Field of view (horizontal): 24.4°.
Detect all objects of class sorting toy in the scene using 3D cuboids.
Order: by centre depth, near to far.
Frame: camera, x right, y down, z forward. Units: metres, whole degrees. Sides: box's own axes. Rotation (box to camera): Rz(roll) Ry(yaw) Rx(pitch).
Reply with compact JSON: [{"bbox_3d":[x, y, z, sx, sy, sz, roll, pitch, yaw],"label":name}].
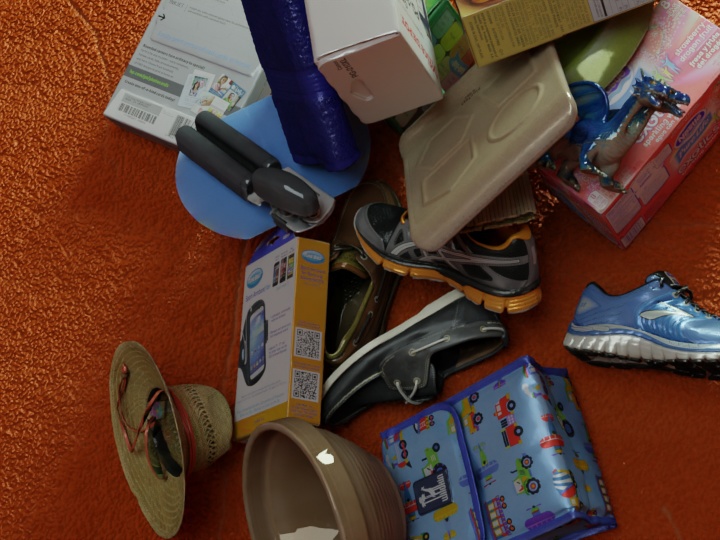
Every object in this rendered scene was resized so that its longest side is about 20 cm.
[{"bbox_3d":[0.112,-0.120,1.474,0.185,0.036,0.201,-43,25,19],"label":"sorting toy"}]

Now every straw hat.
[{"bbox_3d":[-0.168,0.150,1.596,0.084,0.201,0.202,-10,62,-26],"label":"straw hat"}]

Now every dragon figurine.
[{"bbox_3d":[0.199,-0.124,1.445,0.199,0.059,0.100,7,72,56],"label":"dragon figurine"}]

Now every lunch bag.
[{"bbox_3d":[0.106,0.188,1.494,0.199,0.094,0.152,-27,65,25],"label":"lunch bag"}]

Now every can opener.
[{"bbox_3d":[-0.104,-0.103,1.595,0.053,0.067,0.200,-39,55,-22],"label":"can opener"}]

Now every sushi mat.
[{"bbox_3d":[0.108,-0.088,1.542,0.095,0.012,0.200,-8,29,4],"label":"sushi mat"}]

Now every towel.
[{"bbox_3d":[-0.054,-0.193,1.544,0.049,0.148,0.202,-22,104,-15],"label":"towel"}]

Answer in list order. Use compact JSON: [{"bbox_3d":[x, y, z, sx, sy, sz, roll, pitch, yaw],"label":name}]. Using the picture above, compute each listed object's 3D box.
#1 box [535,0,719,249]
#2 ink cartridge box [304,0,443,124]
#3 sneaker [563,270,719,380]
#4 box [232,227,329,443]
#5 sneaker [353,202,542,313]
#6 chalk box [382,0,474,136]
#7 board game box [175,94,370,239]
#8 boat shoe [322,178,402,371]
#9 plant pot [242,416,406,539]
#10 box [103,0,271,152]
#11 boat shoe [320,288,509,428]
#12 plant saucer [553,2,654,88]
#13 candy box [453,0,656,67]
[{"bbox_3d":[0.260,-0.135,1.523,0.095,0.103,0.200,40,90,27],"label":"box"},{"bbox_3d":[0.004,-0.255,1.502,0.084,0.145,0.202,-15,68,15],"label":"ink cartridge box"},{"bbox_3d":[0.279,0.044,1.468,0.198,0.079,0.090,7,77,23],"label":"sneaker"},{"bbox_3d":[-0.075,0.058,1.588,0.119,0.041,0.202,-26,54,57],"label":"box"},{"bbox_3d":[0.083,-0.031,1.535,0.199,0.078,0.078,20,36,27],"label":"sneaker"},{"bbox_3d":[0.029,-0.224,1.633,0.200,0.124,0.124,40,89,26],"label":"chalk box"},{"bbox_3d":[-0.082,-0.100,1.658,0.199,0.039,0.159,-27,53,-5],"label":"board game box"},{"bbox_3d":[0.000,0.000,1.598,0.071,0.068,0.202,-2,72,21],"label":"boat shoe"},{"bbox_3d":[-0.023,0.223,1.495,0.092,0.201,0.202,-14,59,-29],"label":"plant pot"},{"bbox_3d":[-0.160,-0.221,1.752,0.155,0.041,0.201,22,83,25],"label":"box"},{"bbox_3d":[0.045,0.091,1.548,0.199,0.072,0.068,-32,63,5],"label":"boat shoe"},{"bbox_3d":[0.185,-0.214,1.559,0.199,0.031,0.201,-35,31,25],"label":"plant saucer"},{"bbox_3d":[0.182,-0.259,1.491,0.198,0.057,0.117,-19,28,5],"label":"candy box"}]
